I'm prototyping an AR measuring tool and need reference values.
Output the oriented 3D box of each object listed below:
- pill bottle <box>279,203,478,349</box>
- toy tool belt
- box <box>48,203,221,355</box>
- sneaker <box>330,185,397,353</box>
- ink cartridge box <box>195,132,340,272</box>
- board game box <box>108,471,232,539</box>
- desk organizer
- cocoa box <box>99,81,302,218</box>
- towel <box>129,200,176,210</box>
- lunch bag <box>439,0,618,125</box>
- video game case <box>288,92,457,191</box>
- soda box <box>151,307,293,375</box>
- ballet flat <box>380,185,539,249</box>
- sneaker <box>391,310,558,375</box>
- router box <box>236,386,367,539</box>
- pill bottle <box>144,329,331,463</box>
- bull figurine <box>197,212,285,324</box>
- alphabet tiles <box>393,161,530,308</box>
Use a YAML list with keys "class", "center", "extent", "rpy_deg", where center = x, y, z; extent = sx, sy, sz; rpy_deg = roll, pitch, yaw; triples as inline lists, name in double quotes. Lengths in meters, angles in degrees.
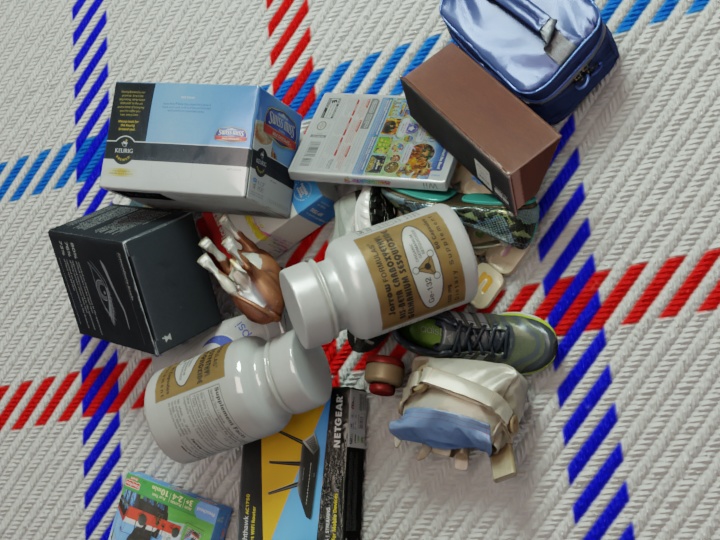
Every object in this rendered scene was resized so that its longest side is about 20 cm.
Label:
- class: "pill bottle"
  center: [0.019, 0.010, 1.190]
  extent: [0.198, 0.115, 0.115]
  rpy_deg: [-19, 68, -13]
- class: "toy tool belt"
  center: [0.086, 0.163, 1.214]
  extent: [0.197, 0.125, 0.125]
  rpy_deg: [3, 72, 26]
- class: "box"
  center: [-0.282, 0.007, 1.366]
  extent: [0.199, 0.104, 0.150]
  rpy_deg: [9, 119, 47]
- class: "sneaker"
  center: [0.000, 0.000, 1.311]
  extent: [0.079, 0.074, 0.203]
  rpy_deg: [-10, 70, 34]
- class: "ink cartridge box"
  center: [-0.133, -0.078, 1.398]
  extent: [0.199, 0.067, 0.117]
  rpy_deg: [-34, 67, 16]
- class: "board game box"
  center: [-0.255, 0.374, 1.378]
  extent: [0.150, 0.037, 0.203]
  rpy_deg: [13, 86, 27]
- class: "desk organizer"
  center: [0.136, -0.163, 1.229]
  extent: [0.077, 0.072, 0.200]
  rpy_deg: [-36, 57, -8]
- class: "cocoa box"
  center: [-0.188, -0.145, 1.315]
  extent: [0.197, 0.133, 0.133]
  rpy_deg: [5, 84, 21]
- class: "towel"
  center: [-0.241, -0.143, 1.459]
  extent: [0.202, 0.022, 0.146]
  rpy_deg: [-61, 32, 5]
- class: "lunch bag"
  center: [0.193, -0.269, 1.247]
  extent: [0.136, 0.132, 0.200]
  rpy_deg: [-48, 63, 9]
- class: "video game case"
  center: [0.026, -0.157, 1.319]
  extent: [0.197, 0.018, 0.144]
  rpy_deg: [6, 51, 21]
- class: "soda box"
  center: [-0.163, 0.101, 1.375]
  extent: [0.198, 0.068, 0.064]
  rpy_deg: [-17, 72, 21]
- class: "ballet flat"
  center: [0.110, -0.061, 1.266]
  extent: [0.198, 0.074, 0.075]
  rpy_deg: [12, 84, 31]
- class: "sneaker"
  center: [0.122, 0.080, 1.229]
  extent: [0.197, 0.081, 0.075]
  rpy_deg: [3, 91, 24]
- class: "router box"
  center: [-0.070, 0.242, 1.308]
  extent: [0.147, 0.051, 0.203]
  rpy_deg: [-4, 77, 27]
- class: "pill bottle"
  center: [-0.139, 0.140, 1.264]
  extent: [0.198, 0.114, 0.116]
  rpy_deg: [-22, 71, 22]
- class: "bull figurine"
  center: [-0.132, 0.002, 1.280]
  extent: [0.065, 0.200, 0.121]
  rpy_deg: [-45, 107, 0]
- class: "alphabet tiles"
  center: [0.102, -0.047, 1.309]
  extent: [0.199, 0.015, 0.197]
  rpy_deg: [39, 99, 27]
